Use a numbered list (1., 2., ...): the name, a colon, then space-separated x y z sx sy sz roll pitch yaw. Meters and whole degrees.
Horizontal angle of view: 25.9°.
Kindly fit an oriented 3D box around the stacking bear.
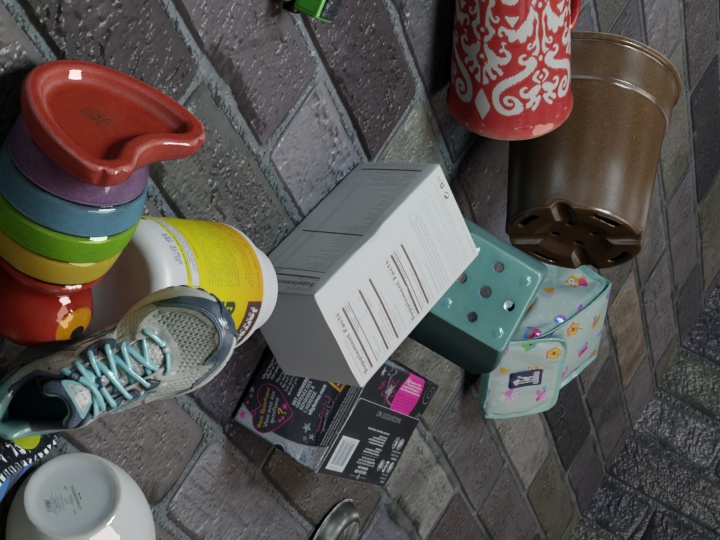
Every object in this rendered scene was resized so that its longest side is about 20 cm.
1. stacking bear: -0.205 -0.031 1.078 0.121 0.113 0.201 -29 151 -52

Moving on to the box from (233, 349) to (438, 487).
1. box: -0.024 0.137 1.623 0.133 0.114 0.200 -61 155 0

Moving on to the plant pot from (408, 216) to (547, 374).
1. plant pot: 0.112 0.022 1.648 0.142 0.140 0.200 -61 -175 -2

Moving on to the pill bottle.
1. pill bottle: -0.145 0.014 1.244 0.199 0.109 0.110 1 114 -64

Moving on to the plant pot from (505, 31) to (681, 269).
1. plant pot: 0.241 -0.121 1.709 0.201 0.198 0.201 64 33 -62

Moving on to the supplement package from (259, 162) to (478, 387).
1. supplement package: 0.000 0.000 1.487 0.200 0.113 0.110 -46 124 -31

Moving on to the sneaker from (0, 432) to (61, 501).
1. sneaker: -0.290 0.150 1.160 0.078 0.066 0.201 -31 -161 38

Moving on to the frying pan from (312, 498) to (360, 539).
1. frying pan: -0.045 0.328 1.896 0.116 0.031 0.190 -63 160 -3

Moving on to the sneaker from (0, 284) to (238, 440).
1. sneaker: -0.177 0.077 1.108 0.078 0.198 0.086 63 21 -12

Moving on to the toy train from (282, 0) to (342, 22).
1. toy train: -0.010 -0.296 1.260 0.042 0.056 0.202 -1 116 -64

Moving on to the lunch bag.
1. lunch bag: 0.235 0.095 2.109 0.199 0.122 0.171 -38 150 -29

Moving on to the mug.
1. mug: 0.153 -0.265 1.575 0.179 0.132 0.202 -76 167 -45

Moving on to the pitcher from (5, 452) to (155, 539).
1. pitcher: -0.218 0.260 1.289 0.120 0.172 0.201 -19 142 -18
